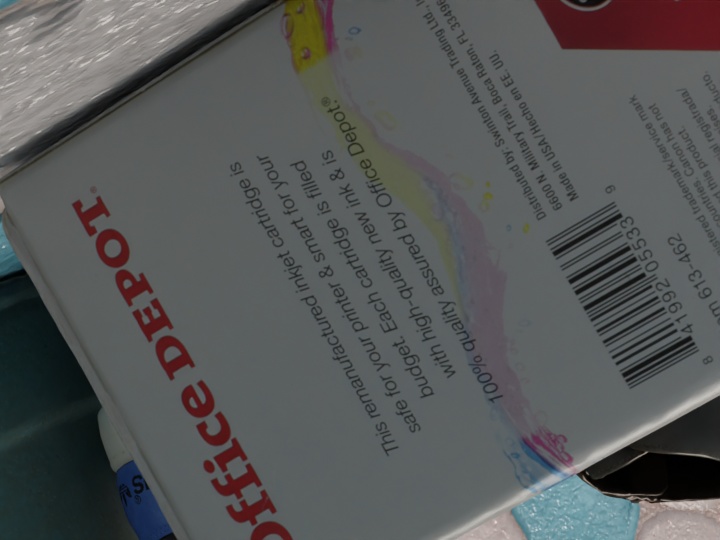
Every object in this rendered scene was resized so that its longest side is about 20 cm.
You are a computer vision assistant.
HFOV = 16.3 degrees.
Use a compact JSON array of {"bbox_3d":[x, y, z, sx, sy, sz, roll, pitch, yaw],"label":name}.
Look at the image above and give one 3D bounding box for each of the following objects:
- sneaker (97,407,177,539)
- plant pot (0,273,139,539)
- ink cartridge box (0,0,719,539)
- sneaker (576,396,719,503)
[{"bbox_3d":[-0.018,0.094,0.913,0.076,0.112,0.200,-20,170,22],"label":"sneaker"},{"bbox_3d":[-0.145,0.132,0.921,0.200,0.197,0.200,-29,177,-2],"label":"plant pot"},{"bbox_3d":[0.026,-0.013,0.679,0.199,0.146,0.083,-30,178,17],"label":"ink cartridge box"},{"bbox_3d":[0.048,0.005,0.781,0.199,0.107,0.075,13,154,-22],"label":"sneaker"}]
